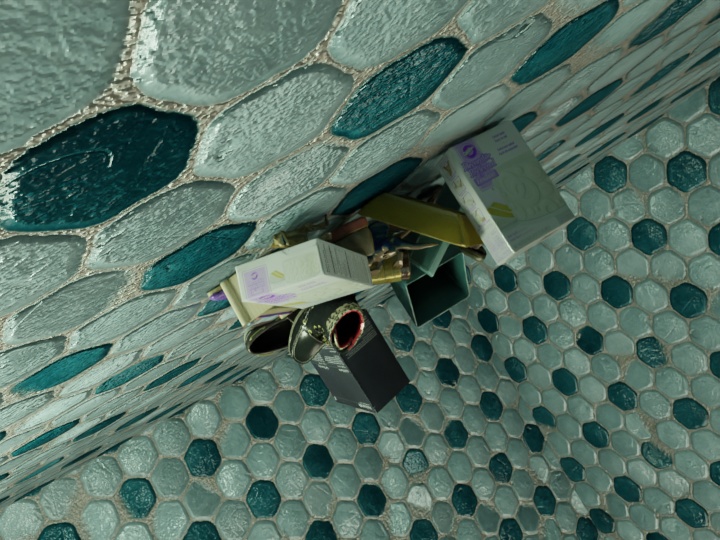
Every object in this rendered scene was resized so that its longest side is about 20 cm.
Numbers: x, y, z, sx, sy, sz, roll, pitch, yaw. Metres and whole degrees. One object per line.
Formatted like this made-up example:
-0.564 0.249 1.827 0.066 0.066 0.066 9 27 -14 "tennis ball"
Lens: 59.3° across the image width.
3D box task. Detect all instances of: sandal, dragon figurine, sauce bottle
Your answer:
0.194 -0.066 1.454 0.079 0.199 0.058 -27 145 -52 "sandal"
0.045 -0.055 1.167 0.198 0.101 0.058 -23 145 36 "dragon figurine"
0.000 0.000 1.252 0.196 0.066 0.065 -7 173 1 "sauce bottle"

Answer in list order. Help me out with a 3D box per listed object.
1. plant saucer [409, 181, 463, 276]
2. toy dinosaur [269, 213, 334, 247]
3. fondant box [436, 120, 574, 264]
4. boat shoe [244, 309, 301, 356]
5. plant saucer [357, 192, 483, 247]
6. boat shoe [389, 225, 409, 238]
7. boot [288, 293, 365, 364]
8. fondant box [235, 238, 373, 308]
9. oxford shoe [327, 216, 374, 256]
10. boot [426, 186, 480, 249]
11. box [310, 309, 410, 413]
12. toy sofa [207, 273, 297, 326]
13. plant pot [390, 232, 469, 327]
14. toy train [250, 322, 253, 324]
0.157 -0.093 1.237 0.019 0.070 0.203 9 111 -52 "plant saucer"
-0.093 -0.046 1.000 0.099 0.059 0.200 -14 168 -2 "toy dinosaur"
0.240 -0.132 1.053 0.143 0.202 0.058 -27 168 -23 "fondant box"
-0.135 0.116 1.260 0.198 0.073 0.061 -23 -162 -6 "boat shoe"
0.118 -0.095 1.126 0.199 0.197 0.049 -12 119 -70 "plant saucer"
0.046 -0.067 1.308 0.199 0.073 0.072 -40 171 21 "boat shoe"
-0.064 0.109 1.128 0.205 0.073 0.154 -57 -158 15 "boot"
-0.082 0.011 0.992 0.142 0.059 0.199 -17 167 19 "fondant box"
-0.034 -0.032 1.144 0.070 0.076 0.200 -24 178 -23 "oxford shoe"
0.206 -0.105 1.348 0.071 0.146 0.200 -49 174 13 "boot"
-0.022 0.185 1.332 0.104 0.184 0.199 -36 -167 -24 "box"
-0.176 0.049 1.114 0.097 0.084 0.200 -33 173 10 "toy sofa"
0.120 -0.014 1.384 0.140 0.201 0.143 -29 136 -10 "plant pot"
-0.151 0.040 1.310 0.199 0.056 0.149 -33 -167 -38 "toy train"
